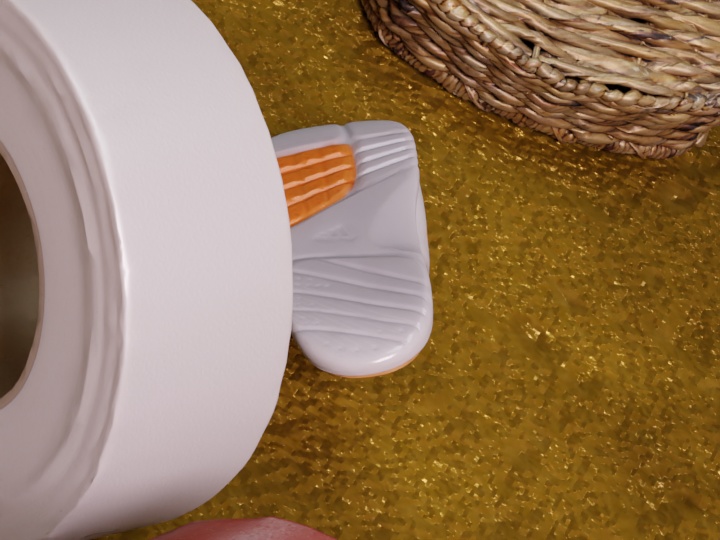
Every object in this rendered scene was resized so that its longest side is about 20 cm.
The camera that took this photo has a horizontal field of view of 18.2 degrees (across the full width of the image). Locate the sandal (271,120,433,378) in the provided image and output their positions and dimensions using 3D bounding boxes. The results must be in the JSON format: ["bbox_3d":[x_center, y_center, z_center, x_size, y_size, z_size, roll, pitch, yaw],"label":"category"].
[{"bbox_3d":[-0.008,0.001,0.961,0.079,0.059,0.207,-7,32,0],"label":"sandal"}]

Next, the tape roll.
[{"bbox_3d":[-0.111,-0.005,0.786,0.071,0.203,0.203,-9,51,-41],"label":"tape roll"}]

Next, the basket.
[{"bbox_3d":[0.101,-0.133,1.192,0.199,0.149,0.143,19,71,-13],"label":"basket"}]

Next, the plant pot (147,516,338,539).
[{"bbox_3d":[-0.070,0.169,0.630,0.201,0.201,0.195,41,30,16],"label":"plant pot"}]
